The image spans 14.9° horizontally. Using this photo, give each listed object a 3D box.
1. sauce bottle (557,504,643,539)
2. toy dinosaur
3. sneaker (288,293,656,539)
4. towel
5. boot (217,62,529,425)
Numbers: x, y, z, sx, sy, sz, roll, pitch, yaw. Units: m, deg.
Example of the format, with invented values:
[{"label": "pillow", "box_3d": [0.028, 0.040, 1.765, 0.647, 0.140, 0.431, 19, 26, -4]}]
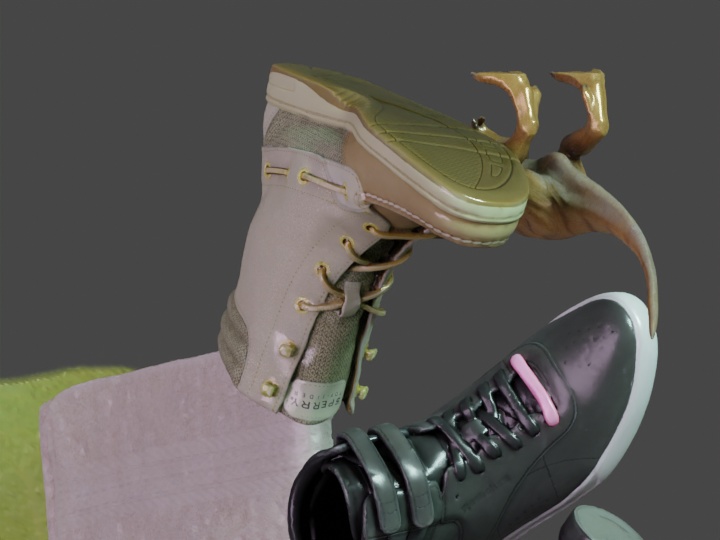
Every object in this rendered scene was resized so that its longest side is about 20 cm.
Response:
[{"label": "sauce bottle", "box_3d": [0.065, 0.196, 1.255, 0.065, 0.065, 0.201, 45, 113, 33]}, {"label": "toy dinosaur", "box_3d": [0.091, -0.037, 1.259, 0.200, 0.060, 0.107, 12, 104, 55]}, {"label": "sneaker", "box_3d": [0.046, 0.083, 1.244, 0.200, 0.099, 0.071, -46, 58, 27]}, {"label": "towel", "box_3d": [-0.086, 0.112, 1.409, 0.199, 0.034, 0.134, -13, 80, 38]}, {"label": "boot", "box_3d": [0.000, 0.000, 1.263, 0.200, 0.072, 0.156, 33, 111, 56]}]
